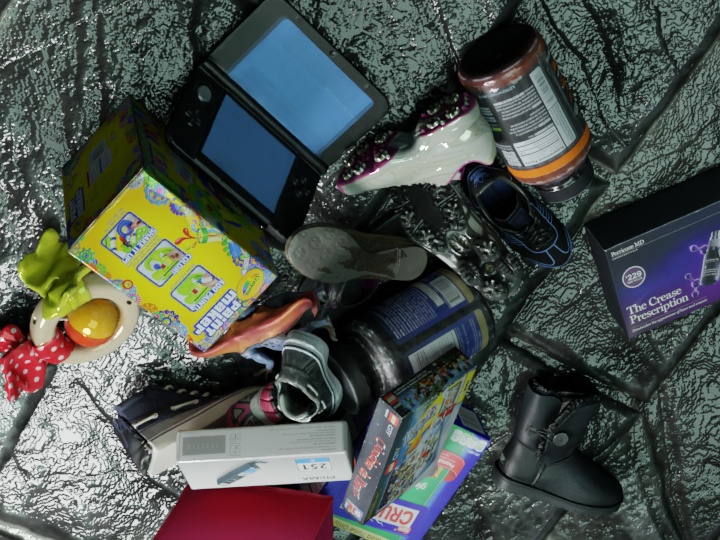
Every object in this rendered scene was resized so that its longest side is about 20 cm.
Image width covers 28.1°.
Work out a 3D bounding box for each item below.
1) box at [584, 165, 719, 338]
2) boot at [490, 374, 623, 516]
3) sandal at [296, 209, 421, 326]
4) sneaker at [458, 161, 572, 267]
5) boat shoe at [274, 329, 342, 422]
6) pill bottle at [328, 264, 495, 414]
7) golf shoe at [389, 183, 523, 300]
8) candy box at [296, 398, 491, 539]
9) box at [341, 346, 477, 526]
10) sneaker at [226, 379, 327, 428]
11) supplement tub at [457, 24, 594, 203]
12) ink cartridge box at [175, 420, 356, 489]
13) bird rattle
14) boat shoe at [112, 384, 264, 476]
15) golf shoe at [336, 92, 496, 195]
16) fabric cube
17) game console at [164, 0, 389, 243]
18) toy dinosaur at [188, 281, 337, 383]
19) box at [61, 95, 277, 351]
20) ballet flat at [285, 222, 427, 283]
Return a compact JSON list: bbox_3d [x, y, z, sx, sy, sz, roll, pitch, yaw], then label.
[{"bbox_3d":[0.397,-0.024,1.797,0.198,0.079,0.142,-23,118,-1],"label":"box"},{"bbox_3d":[0.286,0.229,1.902,0.198,0.077,0.169,15,117,-14],"label":"boot"},{"bbox_3d":[0.000,-0.001,1.722,0.200,0.048,0.075,-41,120,8],"label":"sandal"},{"bbox_3d":[0.191,-0.059,1.722,0.070,0.078,0.200,-45,119,11],"label":"sneaker"},{"bbox_3d":[-0.069,0.134,1.628,0.071,0.071,0.200,20,157,16],"label":"boat shoe"},{"bbox_3d":[0.054,0.085,1.714,0.199,0.112,0.113,-29,123,-20],"label":"pill bottle"},{"bbox_3d":[0.111,-0.042,1.695,0.078,0.094,0.200,-42,80,8],"label":"golf shoe"},{"bbox_3d":[0.040,0.247,1.849,0.168,0.077,0.201,25,110,-25],"label":"candy box"},{"bbox_3d":[0.056,0.195,1.686,0.136,0.038,0.201,-29,149,-40],"label":"box"},{"bbox_3d":[-0.093,0.183,1.757,0.074,0.081,0.200,-21,153,16],"label":"sneaker"},{"bbox_3d":[0.197,-0.174,1.648,0.106,0.107,0.201,-31,121,4],"label":"supplement tub"},{"bbox_3d":[-0.105,0.233,1.711,0.197,0.045,0.177,-4,153,4],"label":"ink cartridge box"},{"bbox_3d":[-0.330,0.064,1.648,0.162,0.113,0.202,3,121,-34],"label":"bird rattle"},{"bbox_3d":[-0.206,0.166,1.748,0.199,0.093,0.075,-22,148,-37],"label":"boat shoe"},{"bbox_3d":[0.064,-0.121,1.632,0.199,0.076,0.092,-25,121,30],"label":"golf shoe"},{"bbox_3d":[-0.149,0.399,1.777,0.198,0.197,0.201,8,120,15],"label":"fabric cube"},{"bbox_3d":[-0.088,-0.162,1.573,0.116,0.177,0.200,-20,130,43],"label":"game console"},{"bbox_3d":[-0.124,0.056,1.669,0.179,0.106,0.200,-15,159,4],"label":"toy dinosaur"},{"bbox_3d":[-0.209,-0.053,1.552,0.122,0.200,0.192,-45,118,12],"label":"box"},{"bbox_3d":[-0.009,-0.022,1.645,0.198,0.046,0.068,4,110,-38],"label":"ballet flat"}]
